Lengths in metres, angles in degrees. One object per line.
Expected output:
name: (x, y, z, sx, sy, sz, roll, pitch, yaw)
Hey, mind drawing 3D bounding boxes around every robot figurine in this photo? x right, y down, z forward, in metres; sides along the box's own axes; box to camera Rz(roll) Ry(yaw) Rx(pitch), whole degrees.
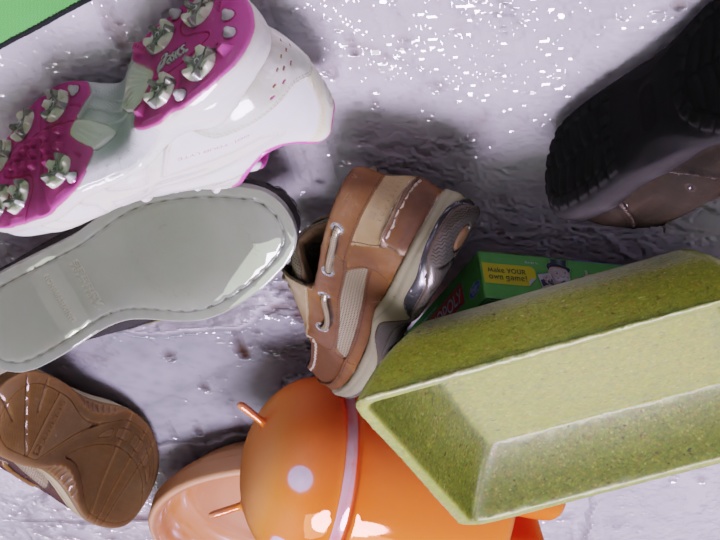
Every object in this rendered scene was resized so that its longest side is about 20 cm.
robot figurine: (0.016, 0.126, 1.120, 0.199, 0.117, 0.144, 10, 160, -14)

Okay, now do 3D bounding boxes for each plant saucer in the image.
plant saucer: (-0.039, 0.161, 1.263, 0.199, 0.038, 0.200, 3, 148, 2)
plant saucer: (0.116, 0.056, 0.968, 0.199, 0.048, 0.200, -16, 151, 12)

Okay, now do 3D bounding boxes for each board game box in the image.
board game box: (0.125, 0.041, 1.030, 0.199, 0.029, 0.135, 6, 149, -23)

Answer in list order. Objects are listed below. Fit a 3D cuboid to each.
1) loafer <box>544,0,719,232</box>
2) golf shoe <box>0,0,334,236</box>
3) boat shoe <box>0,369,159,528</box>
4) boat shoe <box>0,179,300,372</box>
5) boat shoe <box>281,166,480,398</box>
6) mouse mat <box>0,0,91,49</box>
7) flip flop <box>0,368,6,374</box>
loafer: (0.167, -0.072, 0.853, 0.071, 0.073, 0.200, 18, 154, -30)
golf shoe: (-0.098, -0.055, 0.899, 0.200, 0.076, 0.091, -24, 142, 38)
boat shoe: (-0.191, 0.098, 1.168, 0.072, 0.072, 0.200, 22, 170, 30)
boat shoe: (-0.113, -0.006, 0.991, 0.201, 0.061, 0.072, -19, 103, 26)
boat shoe: (0.000, 0.000, 0.983, 0.074, 0.076, 0.200, 30, 151, 0)
mouse mat: (-0.196, -0.147, 0.825, 0.199, 0.008, 0.161, -20, 140, 34)
flip flop: (-0.257, 0.065, 1.024, 0.081, 0.200, 0.058, 33, 127, 32)
